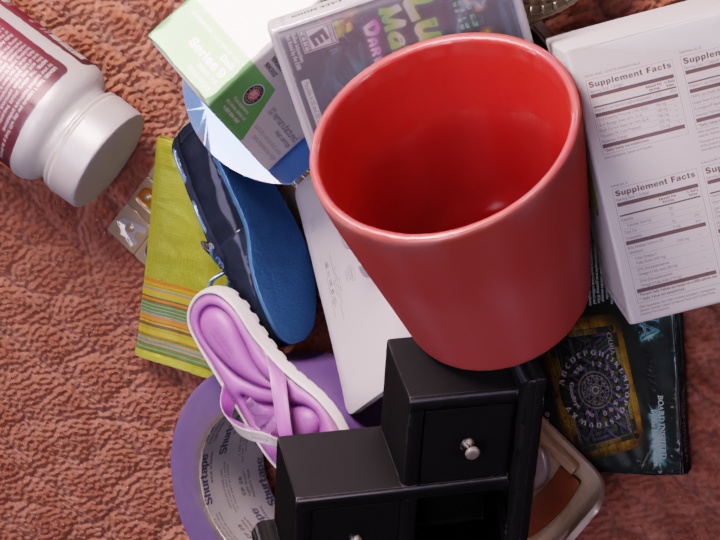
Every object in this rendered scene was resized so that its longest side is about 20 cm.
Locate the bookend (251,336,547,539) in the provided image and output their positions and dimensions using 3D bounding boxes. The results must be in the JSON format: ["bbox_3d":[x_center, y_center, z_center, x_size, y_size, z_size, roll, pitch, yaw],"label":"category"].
[{"bbox_3d":[0.026,0.143,1.576,0.197,0.092,0.201,-4,124,-13],"label":"bookend"}]

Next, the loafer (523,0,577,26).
[{"bbox_3d":[0.098,-0.209,1.592,0.199,0.068,0.076,-31,101,-5],"label":"loafer"}]

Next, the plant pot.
[{"bbox_3d":[0.078,-0.037,1.498,0.199,0.201,0.178,2,139,21],"label":"plant pot"}]

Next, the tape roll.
[{"bbox_3d":[-0.058,0.171,1.754,0.199,0.085,0.201,8,102,39],"label":"tape roll"}]

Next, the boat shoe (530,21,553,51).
[{"bbox_3d":[0.135,-0.128,1.638,0.068,0.057,0.201,-30,92,26],"label":"boat shoe"}]

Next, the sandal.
[{"bbox_3d":[-0.082,0.102,1.674,0.203,0.050,0.083,50,126,19],"label":"sandal"}]

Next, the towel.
[{"bbox_3d":[-0.146,-0.009,1.799,0.086,0.018,0.201,13,109,17],"label":"towel"}]

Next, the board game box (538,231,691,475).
[{"bbox_3d":[0.192,0.064,1.683,0.134,0.028,0.201,1,105,23],"label":"board game box"}]

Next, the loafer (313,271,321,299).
[{"bbox_3d":[0.019,-0.046,1.699,0.068,0.070,0.201,41,116,8],"label":"loafer"}]

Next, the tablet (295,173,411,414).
[{"bbox_3d":[0.000,0.000,1.666,0.130,0.014,0.201,-38,61,51],"label":"tablet"}]

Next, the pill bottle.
[{"bbox_3d":[-0.287,-0.149,1.771,0.200,0.114,0.114,37,115,9],"label":"pill bottle"}]

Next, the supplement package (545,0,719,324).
[{"bbox_3d":[0.235,-0.087,1.534,0.150,0.152,0.201,-14,100,2],"label":"supplement package"}]

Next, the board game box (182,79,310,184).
[{"bbox_3d":[-0.045,-0.161,1.692,0.200,0.039,0.158,-40,67,2],"label":"board game box"}]

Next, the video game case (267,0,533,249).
[{"bbox_3d":[0.045,-0.125,1.552,0.181,0.023,0.201,-18,124,1],"label":"video game case"}]

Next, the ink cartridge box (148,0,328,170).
[{"bbox_3d":[-0.042,-0.192,1.598,0.200,0.146,0.084,-42,66,1],"label":"ink cartridge box"}]

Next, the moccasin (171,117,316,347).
[{"bbox_3d":[-0.095,-0.032,1.735,0.068,0.080,0.201,-19,89,43],"label":"moccasin"}]

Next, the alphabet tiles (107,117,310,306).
[{"bbox_3d":[-0.103,-0.050,1.784,0.167,0.008,0.200,42,116,6],"label":"alphabet tiles"}]

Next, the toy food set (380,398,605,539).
[{"bbox_3d":[0.090,0.167,1.715,0.200,0.060,0.144,44,124,15],"label":"toy food set"}]
